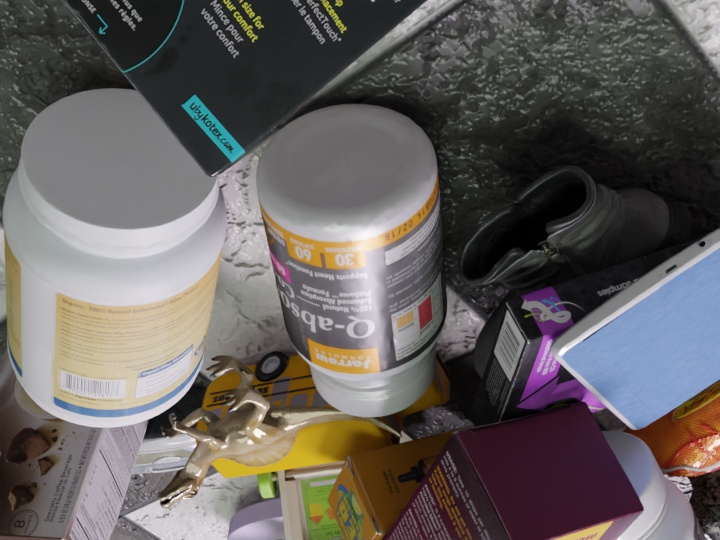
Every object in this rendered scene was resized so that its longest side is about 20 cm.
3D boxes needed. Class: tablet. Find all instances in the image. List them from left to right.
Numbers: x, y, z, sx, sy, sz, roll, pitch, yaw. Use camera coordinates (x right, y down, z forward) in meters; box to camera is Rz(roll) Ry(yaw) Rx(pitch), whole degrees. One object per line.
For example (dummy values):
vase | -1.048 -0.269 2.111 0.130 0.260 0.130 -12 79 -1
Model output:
tablet | 0.202 0.043 0.713 0.129 0.014 0.200 -35 148 12

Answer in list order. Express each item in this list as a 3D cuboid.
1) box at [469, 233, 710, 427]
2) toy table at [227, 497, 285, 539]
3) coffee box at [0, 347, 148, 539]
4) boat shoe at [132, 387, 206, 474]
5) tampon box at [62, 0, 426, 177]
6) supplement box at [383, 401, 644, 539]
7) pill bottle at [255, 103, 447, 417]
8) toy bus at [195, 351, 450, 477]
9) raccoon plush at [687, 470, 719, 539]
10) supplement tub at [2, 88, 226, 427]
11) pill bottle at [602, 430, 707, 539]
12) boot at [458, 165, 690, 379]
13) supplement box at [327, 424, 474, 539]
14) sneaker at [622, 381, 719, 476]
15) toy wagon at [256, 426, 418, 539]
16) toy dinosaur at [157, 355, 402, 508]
box | 0.175 0.043 0.740 0.197 0.036 0.144 -18 148 -17
toy table | -0.042 0.289 1.044 0.198 0.119 0.183 -25 137 38
coffee box | -0.243 0.143 0.889 0.111 0.202 0.081 1 137 11
boat shoe | -0.213 0.152 0.988 0.198 0.075 0.065 -11 129 13
tampon box | -0.049 -0.177 0.510 0.199 0.126 0.150 -39 125 -1
supplement box | 0.090 0.188 0.770 0.109 0.086 0.201 -8 143 -28
pill bottle | 0.000 0.000 0.752 0.114 0.118 0.202 2 136 10
toy bus | -0.030 0.108 0.897 0.197 0.079 0.065 -13 132 23
raccoon plush | 0.337 0.153 0.878 0.132 0.097 0.203 18 122 5
supplement tub | -0.166 -0.005 0.759 0.142 0.146 0.202 15 137 -4
pill bottle | 0.213 0.228 0.857 0.112 0.114 0.202 -17 118 27
boot | 0.108 0.005 0.736 0.130 0.070 0.201 6 135 -40
supplement box | 0.077 0.167 0.878 0.197 0.067 0.069 -7 145 -29
sneaker | 0.284 0.104 0.849 0.198 0.073 0.078 -20 102 30
toy wagon | -0.003 0.223 0.945 0.152 0.204 0.040 -8 180 7
toy dinosaur | -0.076 0.112 0.840 0.197 0.059 0.102 -22 130 14
